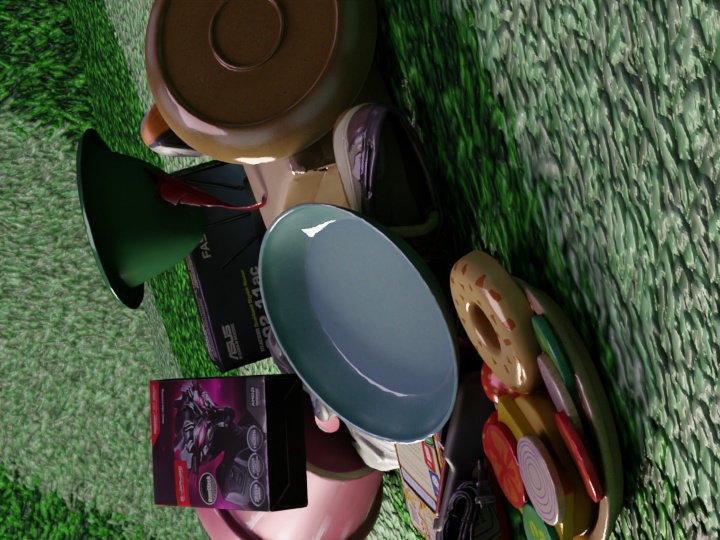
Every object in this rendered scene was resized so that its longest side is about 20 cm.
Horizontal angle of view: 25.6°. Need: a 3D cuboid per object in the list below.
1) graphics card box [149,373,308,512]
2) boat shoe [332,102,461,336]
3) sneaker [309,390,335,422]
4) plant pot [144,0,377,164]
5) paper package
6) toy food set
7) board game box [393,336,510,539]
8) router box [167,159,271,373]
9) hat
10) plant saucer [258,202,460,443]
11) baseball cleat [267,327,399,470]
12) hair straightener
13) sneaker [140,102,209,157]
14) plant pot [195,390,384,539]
[{"bbox_3d":[-0.129,0.164,1.512,0.199,0.050,0.127,-5,85,48],"label":"graphics card box"},{"bbox_3d":[0.032,-0.029,1.192,0.065,0.073,0.202,3,115,69],"label":"boat shoe"},{"bbox_3d":[-0.007,0.044,1.445,0.075,0.086,0.202,95,173,-62],"label":"sneaker"},{"bbox_3d":[-0.084,-0.184,1.228,0.202,0.198,0.027,69,-164,15],"label":"plant pot"},{"bbox_3d":[-0.054,-0.146,1.333,0.191,0.102,0.202,112,138,-69],"label":"paper package"},{"bbox_3d":[0.118,0.097,1.061,0.199,0.048,0.202,-122,21,-47],"label":"toy food set"},{"bbox_3d":[0.065,0.142,1.325,0.151,0.046,0.202,-145,40,-69],"label":"board game box"},{"bbox_3d":[-0.097,-0.018,1.557,0.062,0.148,0.202,-160,54,-72],"label":"router box"},{"bbox_3d":[-0.152,-0.061,1.451,0.166,0.174,0.202,68,-170,-47],"label":"hat"},{"bbox_3d":[0.006,0.034,1.189,0.199,0.036,0.202,27,134,32],"label":"plant saucer"},{"bbox_3d":[-0.017,0.124,1.492,0.200,0.069,0.107,38,148,38],"label":"baseball cleat"},{"bbox_3d":[0.073,0.161,1.202,0.077,0.040,0.202,-114,33,-61],"label":"hair straightener"},{"bbox_3d":[-0.136,-0.130,1.467,0.092,0.199,0.076,-37,80,39],"label":"sneaker"},{"bbox_3d":[-0.054,0.187,1.591,0.202,0.198,0.179,67,150,21],"label":"plant pot"}]
